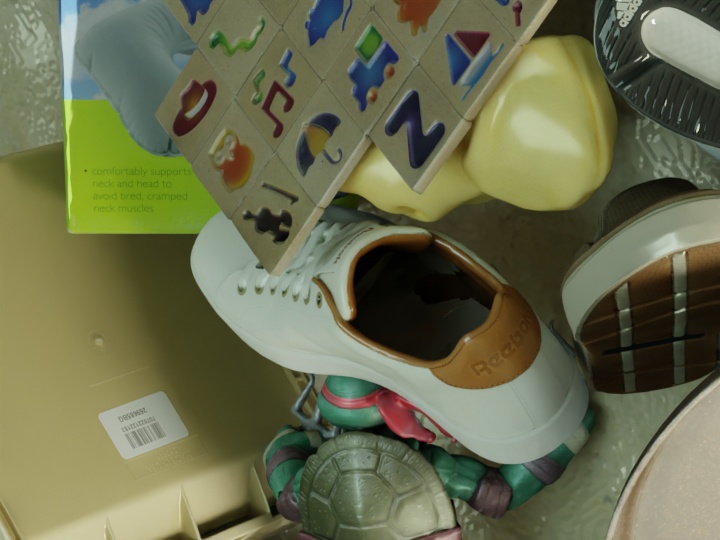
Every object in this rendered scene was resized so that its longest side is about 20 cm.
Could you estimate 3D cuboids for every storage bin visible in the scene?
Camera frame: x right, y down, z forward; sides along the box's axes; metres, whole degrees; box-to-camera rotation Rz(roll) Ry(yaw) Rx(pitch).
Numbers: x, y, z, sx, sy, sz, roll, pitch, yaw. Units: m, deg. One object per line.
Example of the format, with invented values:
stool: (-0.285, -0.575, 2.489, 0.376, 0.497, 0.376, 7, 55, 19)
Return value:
storage bin: (-0.135, 0.050, 1.176, 0.094, 0.200, 0.199, -39, 76, 39)

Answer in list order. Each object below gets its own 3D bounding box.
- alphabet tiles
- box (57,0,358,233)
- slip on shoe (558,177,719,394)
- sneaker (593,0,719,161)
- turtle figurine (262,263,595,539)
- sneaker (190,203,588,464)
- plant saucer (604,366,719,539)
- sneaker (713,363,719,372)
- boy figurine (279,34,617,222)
alphabet tiles: (-0.002, -0.104, 0.989, 0.200, 0.008, 0.167, -55, 49, 22)
box: (-0.063, -0.116, 1.127, 0.122, 0.048, 0.200, 0, 105, 5)
slip on shoe: (0.108, -0.005, 0.977, 0.076, 0.200, 0.061, -9, 76, 2)
sneaker: (0.169, -0.052, 0.967, 0.200, 0.115, 0.076, 34, 100, -6)
turtle figurine: (0.015, 0.096, 1.116, 0.150, 0.101, 0.200, 5, 114, 31)
sneaker: (0.000, 0.000, 1.043, 0.200, 0.073, 0.085, 23, 156, 42)
plant saucer: (0.174, 0.084, 0.938, 0.032, 0.200, 0.200, -111, 33, -55)
sneaker: (0.147, 0.111, 1.033, 0.074, 0.082, 0.200, 12, 129, 5)
boy figurine: (0.032, -0.053, 1.020, 0.200, 0.124, 0.064, -176, 76, -71)
